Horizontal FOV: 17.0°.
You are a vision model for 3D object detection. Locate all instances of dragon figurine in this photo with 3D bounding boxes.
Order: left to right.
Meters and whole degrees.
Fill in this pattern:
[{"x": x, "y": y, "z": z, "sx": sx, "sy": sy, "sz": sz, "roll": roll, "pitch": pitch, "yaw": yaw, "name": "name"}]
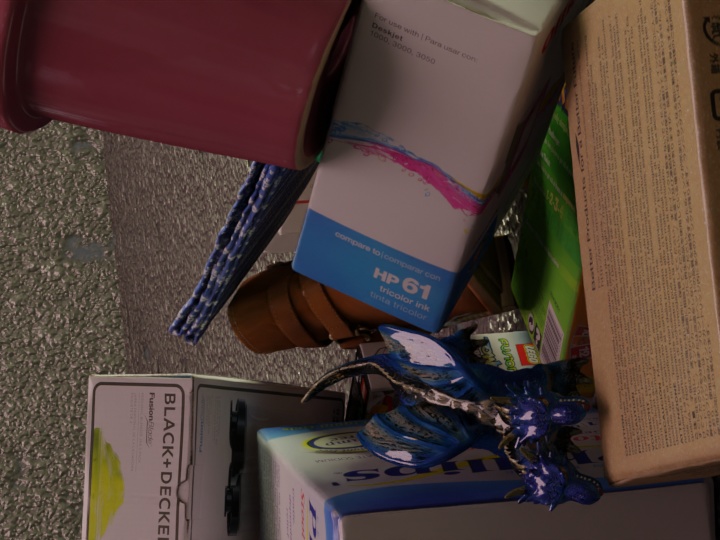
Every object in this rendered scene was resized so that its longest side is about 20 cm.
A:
[{"x": 0.037, "y": 0.057, "z": 1.079, "sx": 0.199, "sy": 0.099, "sz": 0.059, "roll": 16, "pitch": 97, "yaw": 35, "name": "dragon figurine"}]

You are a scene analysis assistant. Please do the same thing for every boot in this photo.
[{"x": 0.000, "y": 0.000, "z": 1.308, "sx": 0.200, "sy": 0.154, "sz": 0.077, "roll": 30, "pitch": -130, "yaw": -79, "name": "boot"}]

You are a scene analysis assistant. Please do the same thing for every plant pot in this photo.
[{"x": -0.081, "y": -0.139, "z": 1.084, "sx": 0.200, "sy": 0.178, "sz": 0.201, "roll": 23, "pitch": -90, "yaw": -83, "name": "plant pot"}]

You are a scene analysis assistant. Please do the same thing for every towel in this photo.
[{"x": -0.038, "y": -0.062, "z": 1.280, "sx": 0.145, "sy": 0.024, "sz": 0.200, "roll": -55, "pitch": -4, "yaw": -41, "name": "towel"}]

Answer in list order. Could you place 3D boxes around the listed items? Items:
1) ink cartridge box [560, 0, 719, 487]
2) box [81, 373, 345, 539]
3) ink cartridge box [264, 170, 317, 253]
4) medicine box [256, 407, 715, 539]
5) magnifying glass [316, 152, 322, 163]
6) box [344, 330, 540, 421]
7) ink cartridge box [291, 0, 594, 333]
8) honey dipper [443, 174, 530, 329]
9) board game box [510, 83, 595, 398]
[{"x": 0.144, "y": -0.020, "z": 0.962, "sx": 0.165, "sy": 0.074, "sz": 0.202, "roll": 144, "pitch": 121, "yaw": -77, "name": "ink cartridge box"}, {"x": -0.074, "y": 0.115, "z": 1.264, "sx": 0.200, "sy": 0.060, "sz": 0.118, "roll": 11, "pitch": -99, "yaw": -68, "name": "box"}, {"x": -0.001, "y": -0.092, "z": 1.514, "sx": 0.067, "sy": 0.115, "sz": 0.202, "roll": -120, "pitch": 28, "yaw": -61, "name": "ink cartridge box"}, {"x": 0.055, "y": 0.135, "z": 1.161, "sx": 0.200, "sy": 0.181, "sz": 0.104, "roll": -154, "pitch": 61, "yaw": -76, "name": "medicine box"}, {"x": 0.024, "y": -0.136, "z": 1.205, "sx": 0.201, "sy": 0.022, "sz": 0.080, "roll": -57, "pitch": -11, "yaw": -25, "name": "magnifying glass"}, {"x": 0.042, "y": 0.114, "z": 1.386, "sx": 0.201, "sy": 0.109, "sz": 0.035, "roll": 99, "pitch": 162, "yaw": -48, "name": "box"}, {"x": 0.047, "y": -0.094, "z": 1.114, "sx": 0.201, "sy": 0.084, "sz": 0.145, "roll": 105, "pitch": -168, "yaw": -47, "name": "ink cartridge box"}, {"x": 0.069, "y": -0.018, "z": 1.405, "sx": 0.200, "sy": 0.038, "sz": 0.038, "roll": 121, "pitch": 144, "yaw": -64, "name": "honey dipper"}, {"x": 0.110, "y": -0.041, "z": 1.218, "sx": 0.096, "sy": 0.030, "sz": 0.201, "roll": -108, "pitch": 17, "yaw": -50, "name": "board game box"}]
